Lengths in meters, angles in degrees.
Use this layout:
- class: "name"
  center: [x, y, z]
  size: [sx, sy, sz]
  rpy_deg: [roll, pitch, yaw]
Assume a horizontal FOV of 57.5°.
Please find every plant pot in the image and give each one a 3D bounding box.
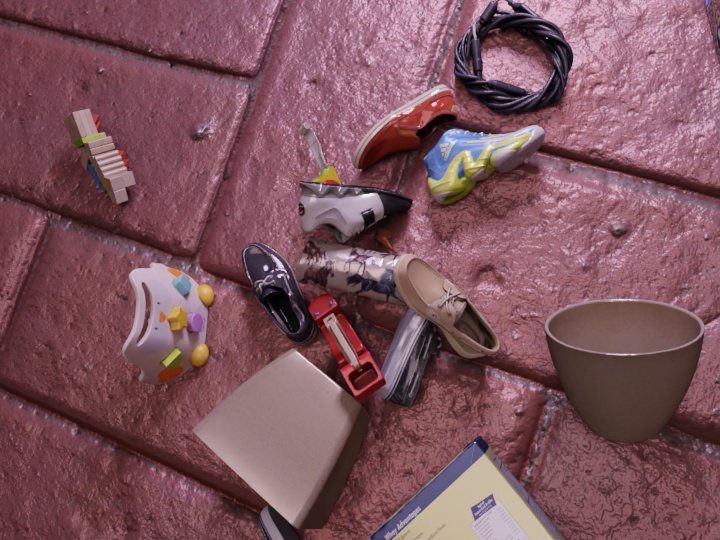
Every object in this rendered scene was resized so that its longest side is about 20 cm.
- class: "plant pot"
  center: [-0.092, 0.238, 0.966]
  size: [0.198, 0.201, 0.178]
  rpy_deg: [35, 76, 18]

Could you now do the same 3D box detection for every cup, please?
- class: "cup"
  center: [0.351, 0.139, 0.880]
  size: [0.195, 0.200, 0.147]
  rpy_deg: [-4, 105, 13]

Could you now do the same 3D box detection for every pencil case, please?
- class: "pencil case"
  center: [0.000, 0.000, 1.033]
  size: [0.195, 0.089, 0.080]
  rpy_deg: [11, 109, 12]

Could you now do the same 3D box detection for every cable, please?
- class: "cable"
  center: [0.244, -0.337, 1.055]
  size: [0.163, 0.051, 0.201]
  rpy_deg: [-42, 73, 3]

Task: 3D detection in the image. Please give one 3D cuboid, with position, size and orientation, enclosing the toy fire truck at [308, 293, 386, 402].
- class: "toy fire truck"
  center: [-0.025, 0.108, 0.975]
  size: [0.048, 0.142, 0.202]
  rpy_deg: [-32, 64, -3]

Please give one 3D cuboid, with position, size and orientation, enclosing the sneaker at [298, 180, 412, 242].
- class: "sneaker"
  center: [-0.009, -0.090, 1.032]
  size: [0.195, 0.074, 0.091]
  rpy_deg: [0, 100, -26]

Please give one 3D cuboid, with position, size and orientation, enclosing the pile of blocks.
- class: "pile of blocks"
  center: [-0.473, -0.210, 1.215]
  size: [0.061, 0.082, 0.203]
  rpy_deg: [-26, 80, -37]

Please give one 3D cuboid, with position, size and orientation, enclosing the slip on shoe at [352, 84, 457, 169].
- class: "slip on shoe"
  center: [0.072, -0.223, 1.068]
  size: [0.197, 0.074, 0.062]
  rpy_deg: [-33, 77, 1]

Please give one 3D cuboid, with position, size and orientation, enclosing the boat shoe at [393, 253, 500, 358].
- class: "boat shoe"
  center: [0.128, 0.051, 0.951]
  size: [0.200, 0.064, 0.073]
  rpy_deg: [48, 63, -17]

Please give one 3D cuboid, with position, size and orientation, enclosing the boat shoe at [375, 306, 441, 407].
- class: "boat shoe"
  center: [0.090, 0.111, 1.005]
  size: [0.070, 0.072, 0.204]
  rpy_deg: [27, 82, -8]

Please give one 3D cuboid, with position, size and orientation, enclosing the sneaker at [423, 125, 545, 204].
- class: "sneaker"
  center: [0.184, -0.194, 1.030]
  size: [0.197, 0.076, 0.107]
  rpy_deg: [-29, 73, 8]

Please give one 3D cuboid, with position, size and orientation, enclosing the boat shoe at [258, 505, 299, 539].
- class: "boat shoe"
  center: [-0.118, 0.464, 0.980]
  size: [0.090, 0.071, 0.202]
  rpy_deg: [-34, 76, 1]

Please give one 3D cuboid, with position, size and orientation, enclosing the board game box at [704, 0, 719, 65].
- class: "board game box"
  center: [0.573, -0.347, 0.918]
  size: [0.094, 0.159, 0.206]
  rpy_deg: [-9, 77, 12]

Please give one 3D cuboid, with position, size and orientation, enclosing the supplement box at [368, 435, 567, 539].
- class: "supplement box"
  center: [0.155, 0.373, 0.897]
  size: [0.199, 0.134, 0.201]
  rpy_deg: [-42, 73, 3]

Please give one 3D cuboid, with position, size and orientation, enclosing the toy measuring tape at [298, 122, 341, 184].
- class: "toy measuring tape"
  center: [-0.075, -0.151, 1.084]
  size: [0.072, 0.074, 0.204]
  rpy_deg: [-26, 79, 7]

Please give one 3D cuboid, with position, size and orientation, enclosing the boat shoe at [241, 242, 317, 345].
- class: "boat shoe"
  center: [-0.139, 0.030, 1.074]
  size: [0.072, 0.063, 0.202]
  rpy_deg: [-36, 73, 5]

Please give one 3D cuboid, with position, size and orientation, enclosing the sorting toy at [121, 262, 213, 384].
- class: "sorting toy"
  center: [-0.323, 0.079, 1.050]
  size: [0.104, 0.180, 0.206]
  rpy_deg: [0, 80, 14]
